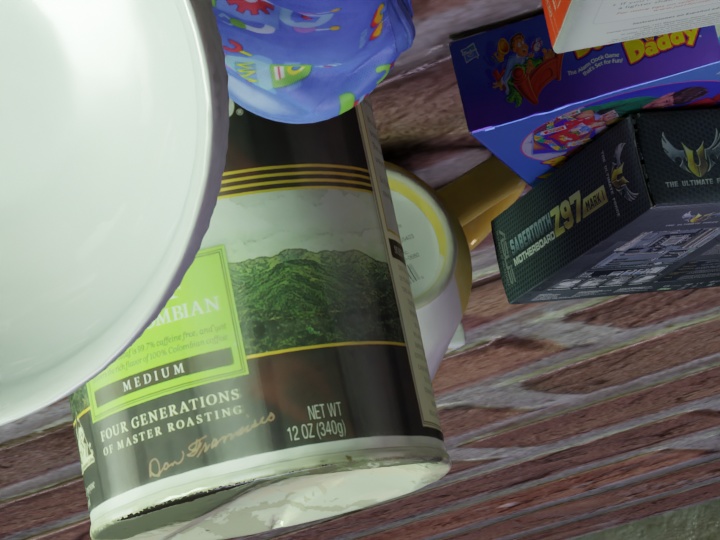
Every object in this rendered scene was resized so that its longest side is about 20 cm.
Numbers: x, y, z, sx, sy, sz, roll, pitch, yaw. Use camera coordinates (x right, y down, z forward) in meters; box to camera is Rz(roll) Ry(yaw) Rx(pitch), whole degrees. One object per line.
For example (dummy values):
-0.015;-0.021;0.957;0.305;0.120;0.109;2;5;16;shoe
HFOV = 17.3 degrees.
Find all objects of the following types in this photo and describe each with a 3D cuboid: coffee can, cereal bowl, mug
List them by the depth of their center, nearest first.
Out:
-0.133;-0.051;0.718;0.200;0.200;0.083;-14;-175;10;cereal bowl
-0.054;-0.003;0.948;0.146;0.200;0.146;-12;167;-3;coffee can
-0.009;0.001;1.225;0.149;0.187;0.153;24;150;-7;mug

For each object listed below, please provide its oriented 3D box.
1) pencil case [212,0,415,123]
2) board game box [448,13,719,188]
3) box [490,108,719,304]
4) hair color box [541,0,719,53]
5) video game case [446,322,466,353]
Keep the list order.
-0.022;-0.109;0.787;0.087;0.078;0.200;21;169;6;pencil case
0.134;-0.082;1.121;0.134;0.045;0.200;-15;167;14;board game box
0.186;-0.034;1.156;0.200;0.051;0.158;-6;166;-23;box
0.120;-0.142;0.824;0.101;0.061;0.200;-10;168;-6;hair color box
-0.057;0.071;1.646;0.200;0.023;0.182;-2;164;-37;video game case
